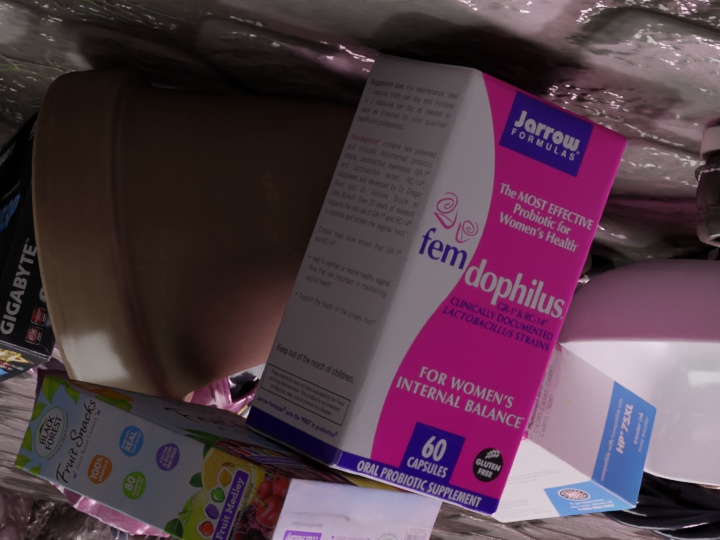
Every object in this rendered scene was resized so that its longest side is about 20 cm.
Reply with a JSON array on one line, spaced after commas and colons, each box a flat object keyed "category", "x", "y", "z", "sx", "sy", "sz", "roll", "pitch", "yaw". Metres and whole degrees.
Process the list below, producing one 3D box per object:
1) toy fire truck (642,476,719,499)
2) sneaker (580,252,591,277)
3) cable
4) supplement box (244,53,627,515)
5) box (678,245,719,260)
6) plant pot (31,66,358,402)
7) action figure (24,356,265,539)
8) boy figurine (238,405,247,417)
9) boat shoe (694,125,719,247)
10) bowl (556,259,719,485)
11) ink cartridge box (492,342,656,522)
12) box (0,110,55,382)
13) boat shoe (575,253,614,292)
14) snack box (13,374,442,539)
[{"category": "toy fire truck", "x": 0.250, "y": 0.114, "z": 1.550, "sx": 0.199, "sy": 0.129, "sz": 0.176, "roll": -5, "pitch": -161, "yaw": -42}, {"category": "sneaker", "x": 0.084, "y": -0.034, "z": 1.220, "sx": 0.075, "sy": 0.071, "sz": 0.200, "roll": -16, "pitch": 159, "yaw": 9}, {"category": "cable", "x": 0.217, "y": 0.111, "z": 1.374, "sx": 0.200, "sy": 0.051, "sz": 0.163, "roll": 35, "pitch": 130, "yaw": -6}, {"category": "supplement box", "x": 0.036, "y": 0.005, "z": 1.051, "sx": 0.101, "sy": 0.201, "sz": 0.103, "roll": 19, "pitch": 178, "yaw": -29}, {"category": "box", "x": 0.237, "y": 0.026, "z": 1.353, "sx": 0.110, "sy": 0.035, "sz": 0.200, "roll": 15, "pitch": 167, "yaw": -12}, {"category": "plant pot", "x": -0.068, "y": -0.021, "z": 1.164, "sx": 0.174, "sy": 0.201, "sz": 0.200, "roll": -8, "pitch": 164, "yaw": 7}, {"category": "action figure", "x": -0.103, "y": 0.080, "z": 1.308, "sx": 0.200, "sy": 0.149, "sz": 0.134, "roll": -38, "pitch": 138, "yaw": 28}, {"category": "boy figurine", "x": -0.058, "y": 0.071, "z": 1.381, "sx": 0.124, "sy": 0.065, "sz": 0.200, "roll": 4, "pitch": 178, "yaw": -37}, {"category": "boat shoe", "x": 0.252, "y": -0.016, "z": 1.098, "sx": 0.201, "sy": 0.061, "sz": 0.072, "roll": 20, "pitch": 166, "yaw": -27}, {"category": "bowl", "x": 0.227, "y": 0.058, "z": 1.237, "sx": 0.199, "sy": 0.075, "sz": 0.200, "roll": 2, "pitch": 150, "yaw": 32}, {"category": "ink cartridge box", "x": 0.058, "y": 0.071, "z": 1.208, "sx": 0.200, "sy": 0.067, "sz": 0.116, "roll": 33, "pitch": 151, "yaw": -31}, {"category": "box", "x": -0.212, "y": -0.014, "z": 1.335, "sx": 0.046, "sy": 0.160, "sz": 0.200, "roll": 20, "pitch": 166, "yaw": -17}, {"category": "boat shoe", "x": 0.066, "y": -0.010, "z": 1.350, "sx": 0.199, "sy": 0.057, "sz": 0.067, "roll": 18, "pitch": -157, "yaw": -5}, {"category": "snack box", "x": -0.060, "y": 0.107, "z": 1.063, "sx": 0.142, "sy": 0.053, "sz": 0.200, "roll": 19, "pitch": 179, "yaw": 24}]
